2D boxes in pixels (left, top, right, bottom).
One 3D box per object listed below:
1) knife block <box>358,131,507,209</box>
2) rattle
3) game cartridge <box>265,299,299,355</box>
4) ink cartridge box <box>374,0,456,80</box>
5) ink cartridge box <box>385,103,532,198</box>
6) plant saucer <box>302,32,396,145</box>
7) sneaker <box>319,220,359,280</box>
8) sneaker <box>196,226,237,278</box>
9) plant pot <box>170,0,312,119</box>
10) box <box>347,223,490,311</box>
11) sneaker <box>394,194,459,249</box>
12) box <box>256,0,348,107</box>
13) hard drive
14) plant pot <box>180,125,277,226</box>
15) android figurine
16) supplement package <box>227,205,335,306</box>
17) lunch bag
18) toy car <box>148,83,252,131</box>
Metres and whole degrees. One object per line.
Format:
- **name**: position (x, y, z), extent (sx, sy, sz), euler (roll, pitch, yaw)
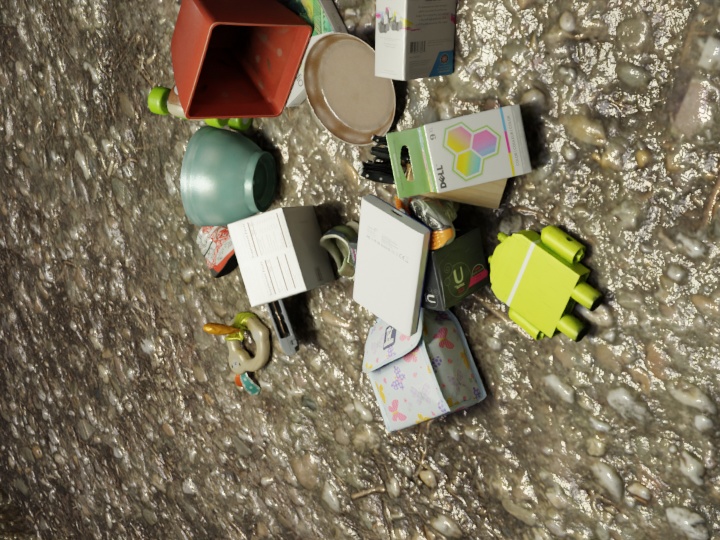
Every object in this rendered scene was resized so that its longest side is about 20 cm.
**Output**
- **knife block**: position (0.104, -0.153, 1.527), extent (0.200, 0.175, 0.064), euler (36, 128, 34)
- **rattle**: position (-0.277, 0.196, 2.109), extent (0.130, 0.143, 0.200), euler (31, 120, 16)
- **game cartridge**: position (-0.169, 0.065, 1.959), extent (0.133, 0.041, 0.200), euler (-151, 41, -80)
- **ink cartridge box**: position (0.086, -0.401, 1.507), extent (0.068, 0.115, 0.200), euler (20, 117, 42)
- **ink cartridge box**: position (0.146, -0.177, 1.464), extent (0.059, 0.200, 0.104), euler (-111, 9, -83)
- **plant saucer**: position (-0.014, -0.314, 1.687), extent (0.200, 0.032, 0.200), euler (21, 127, 30)
- **sneaker**: position (0.000, 0.000, 1.762), extent (0.200, 0.090, 0.067), euler (54, 135, 20)
- **sneaker**: position (-0.284, -0.071, 2.071), extent (0.201, 0.067, 0.108), euler (-40, 75, 50)
- **plant pot**: position (-0.236, -0.407, 1.765), extent (0.176, 0.200, 0.200), euler (56, 137, 33)
- **box**: position (0.095, -0.013, 1.620), extent (0.200, 0.122, 0.106), euler (8, 118, 47)
- **sneaker**: position (0.122, -0.092, 1.550), extent (0.200, 0.092, 0.076), euler (-131, 26, -67)
- **box**: position (-0.103, -0.409, 1.776), extent (0.200, 0.036, 0.145), euler (-36, 76, 46)
- **hard drive**: position (0.047, -0.007, 1.555), extent (0.132, 0.025, 0.200), euler (33, 135, 32)
- **plant pot**: position (-0.245, -0.178, 1.918), extent (0.134, 0.200, 0.201), euler (8, 111, 18)
- **android figurine**: position (0.275, 0.017, 1.500), extent (0.200, 0.041, 0.182), euler (39, 130, 32)
- **supplement package**: position (-0.142, -0.030, 1.808), extent (0.111, 0.200, 0.156), euler (-16, 91, 15)
- **lunch bag**: position (0.095, 0.160, 1.689), extent (0.170, 0.127, 0.200), euler (-29, 75, 47)
- **toy car**: position (-0.301, -0.390, 1.931), extent (0.164, 0.158, 0.200), euler (15, 98, 23)
